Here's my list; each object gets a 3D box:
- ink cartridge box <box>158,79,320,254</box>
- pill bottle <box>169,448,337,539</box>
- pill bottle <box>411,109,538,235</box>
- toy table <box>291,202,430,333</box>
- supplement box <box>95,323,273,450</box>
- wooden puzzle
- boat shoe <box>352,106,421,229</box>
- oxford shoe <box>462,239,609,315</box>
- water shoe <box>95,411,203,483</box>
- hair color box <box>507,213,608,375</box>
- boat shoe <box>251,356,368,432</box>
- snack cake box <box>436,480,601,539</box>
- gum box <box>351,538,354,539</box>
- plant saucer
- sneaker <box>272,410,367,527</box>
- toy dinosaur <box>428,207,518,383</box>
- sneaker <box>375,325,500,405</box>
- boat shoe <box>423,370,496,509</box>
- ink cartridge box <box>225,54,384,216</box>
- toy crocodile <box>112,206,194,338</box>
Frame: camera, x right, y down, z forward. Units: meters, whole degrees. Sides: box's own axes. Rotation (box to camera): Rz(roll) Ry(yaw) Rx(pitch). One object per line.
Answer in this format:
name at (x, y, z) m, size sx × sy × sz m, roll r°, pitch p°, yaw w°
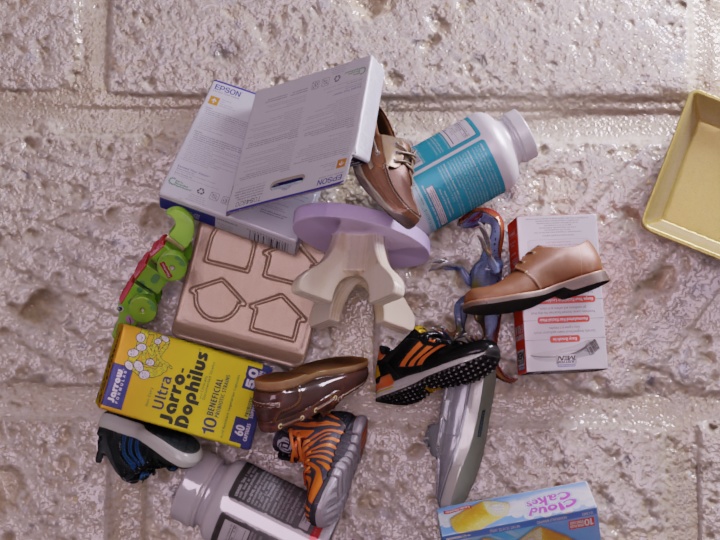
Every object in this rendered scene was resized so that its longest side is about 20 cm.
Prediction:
ink cartridge box at (-0.143, -0.140, 1.724) m, size 0.194 × 0.043 × 0.202 m, roll 19°, pitch 60°, yaw 4°
pill bottle at (-0.133, 0.312, 1.644) m, size 0.198 × 0.114 × 0.115 m, roll 25°, pitch 84°, yaw 5°
pill bottle at (0.131, -0.133, 1.690) m, size 0.198 × 0.111 × 0.112 m, roll -28°, pitch 83°, yaw -1°
toy table at (0.000, 0.000, 1.635) m, size 0.197 × 0.184 × 0.119 m, roll 14°, pitch 67°, yaw -22°
supplement box at (-0.226, 0.146, 1.644) m, size 0.197 × 0.109 × 0.110 m, roll 17°, pitch 84°, yaw -13°
wooden puzzle at (-0.140, 0.015, 1.719) m, size 0.182 × 0.046 × 0.203 m, roll 14°, pitch 79°, yaw 3°
boat shoe at (0.032, -0.136, 1.608) m, size 0.072 × 0.076 × 0.201 m, roll -39°, pitch 51°, yaw 14°
oxford shoe at (0.212, 0.009, 1.622) m, size 0.197 × 0.071 × 0.072 m, roll -15°, pitch 79°, yaw -19°
water shoe at (-0.269, 0.237, 1.645) m, size 0.071 × 0.199 × 0.080 m, roll 12°, pitch 91°, yaw -41°
hair color box at (0.256, 0.032, 1.685) m, size 0.109 × 0.064 × 0.203 m, roll -2°, pitch 82°, yaw -5°
boat shoe at (-0.062, 0.155, 1.642) m, size 0.070 × 0.199 × 0.072 m, roll 2°, pitch 99°, yaw 43°
snack cake box at (0.203, 0.347, 1.628) m, size 0.197 × 0.067 × 0.117 m, roll -11°, pitch 111°, yaw 1°
gum box at (0.025, 0.443, 1.622) m, size 0.200 × 0.066 × 0.114 m, roll 41°, pitch 85°, yaw -8°
plant saucer at (0.490, -0.109, 1.706) m, size 0.198 × 0.048 × 0.202 m, roll 22°, pitch 84°, yaw 4°
sneaker at (-0.064, 0.245, 1.630) m, size 0.110 × 0.200 × 0.079 m, roll 10°, pitch 118°, yaw 10°
toy dinosaur at (0.157, 0.015, 1.707) m, size 0.104 × 0.200 × 0.183 m, roll 4°, pitch 55°, yaw 40°
sneaker at (0.090, 0.105, 1.642) m, size 0.199 × 0.069 × 0.091 m, roll -26°, pitch 61°, yaw 40°
boat shoe at (0.122, 0.212, 1.677) m, size 0.071 × 0.070 × 0.204 m, roll 12°, pitch 88°, yaw 27°
ink cartridge box at (-0.069, -0.162, 1.636) m, size 0.197 × 0.041 × 0.202 m, roll -11°, pitch 54°, yaw 35°
toy crocodile at (-0.272, 0.007, 1.686) m, size 0.061 × 0.068 × 0.201 m, roll 32°, pitch 112°, yaw -13°
